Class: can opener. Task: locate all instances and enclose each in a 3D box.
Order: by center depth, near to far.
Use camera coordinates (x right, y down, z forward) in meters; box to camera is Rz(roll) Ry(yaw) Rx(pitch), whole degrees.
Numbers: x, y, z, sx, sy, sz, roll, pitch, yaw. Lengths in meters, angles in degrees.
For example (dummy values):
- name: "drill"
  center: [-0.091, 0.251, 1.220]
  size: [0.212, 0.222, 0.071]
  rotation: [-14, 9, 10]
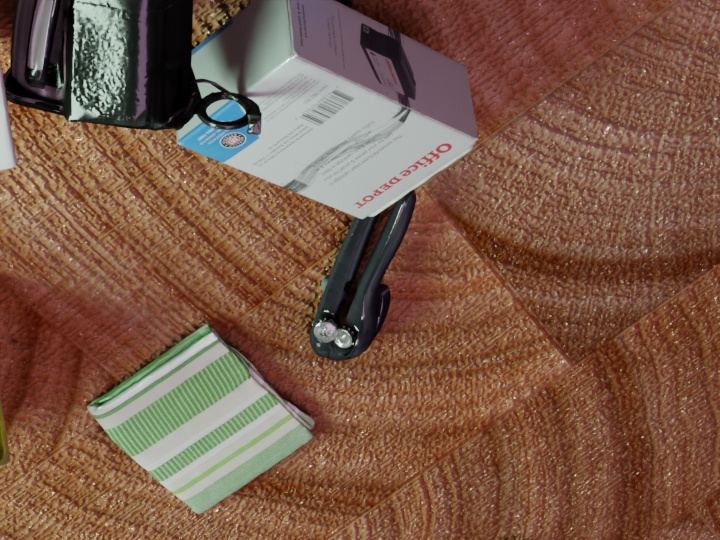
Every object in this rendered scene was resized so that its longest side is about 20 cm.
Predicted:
- name: "can opener"
  center: [0.000, 0.000, 1.683]
  size: [0.063, 0.079, 0.200]
  rotation: [21, 122, 8]

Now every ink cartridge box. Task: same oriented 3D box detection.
- name: "ink cartridge box"
  center: [-0.027, -0.134, 1.479]
  size: [0.200, 0.084, 0.145]
  rotation: [21, 140, -37]

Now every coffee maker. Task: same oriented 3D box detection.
- name: "coffee maker"
  center: [-0.160, -0.216, 1.334]
  size: [0.192, 0.135, 0.200]
  rotation: [2, 120, -14]

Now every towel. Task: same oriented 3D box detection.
- name: "towel"
  center: [-0.148, 0.143, 1.754]
  size: [0.152, 0.023, 0.200]
  rotation: [-34, 136, 7]

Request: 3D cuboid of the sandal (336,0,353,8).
- name: "sandal"
  center: [-0.042, -0.218, 1.464]
  size: [0.082, 0.055, 0.200]
  rotation: [-17, 135, -8]

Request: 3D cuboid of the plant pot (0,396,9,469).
- name: "plant pot"
  center: [-0.422, 0.113, 1.494]
  size: [0.200, 0.200, 0.176]
  rotation: [13, 134, -33]

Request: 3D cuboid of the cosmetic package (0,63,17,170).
- name: "cosmetic package"
  center: [-0.346, -0.178, 1.281]
  size: [0.167, 0.166, 0.200]
  rotation: [-12, 132, -14]
